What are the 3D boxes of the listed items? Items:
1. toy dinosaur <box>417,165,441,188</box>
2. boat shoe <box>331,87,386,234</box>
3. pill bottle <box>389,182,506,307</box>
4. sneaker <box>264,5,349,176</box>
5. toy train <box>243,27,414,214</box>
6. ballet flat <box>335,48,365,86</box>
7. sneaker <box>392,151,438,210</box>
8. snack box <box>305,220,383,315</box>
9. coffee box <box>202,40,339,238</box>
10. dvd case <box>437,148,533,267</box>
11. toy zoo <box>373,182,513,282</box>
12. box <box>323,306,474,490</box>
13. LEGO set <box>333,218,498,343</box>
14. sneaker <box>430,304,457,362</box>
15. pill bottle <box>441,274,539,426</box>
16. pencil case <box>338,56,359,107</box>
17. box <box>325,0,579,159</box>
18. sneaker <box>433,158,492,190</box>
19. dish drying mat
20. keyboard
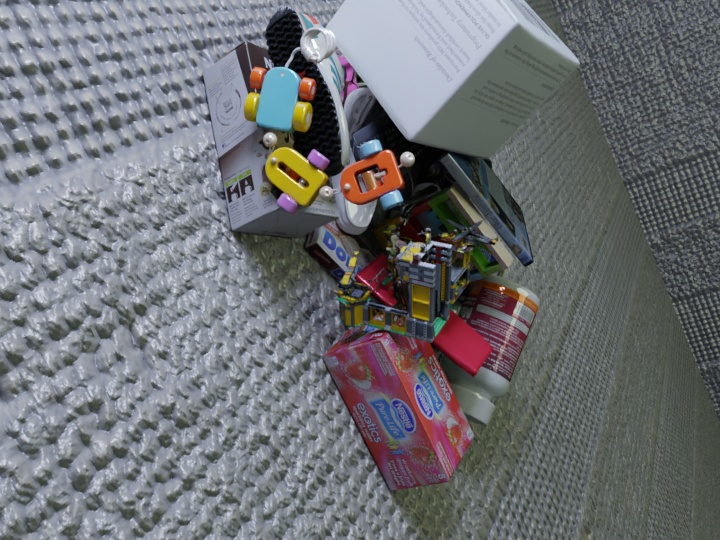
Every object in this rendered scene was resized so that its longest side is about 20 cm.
[{"bbox_3d":[0.095,-0.157,1.124,0.200,0.076,0.103,43,24,-47],"label":"toy dinosaur"},{"bbox_3d":[0.007,-0.150,0.912,0.070,0.069,0.203,10,81,-36],"label":"boat shoe"},{"bbox_3d":[0.138,-0.039,1.093,0.200,0.115,0.117,44,40,-36],"label":"pill bottle"},{"bbox_3d":[-0.040,-0.209,0.808,0.093,0.070,0.202,-10,78,-52],"label":"sneaker"},{"bbox_3d":[-0.036,-0.141,0.730,0.202,0.149,0.056,65,10,4],"label":"toy train"},{"bbox_3d":[-0.014,-0.319,1.068,0.199,0.071,0.073,-15,85,-58],"label":"ballet flat"},{"bbox_3d":[0.082,-0.170,0.971,0.090,0.075,0.202,32,65,-36],"label":"sneaker"},{"bbox_3d":[0.000,0.000,0.948,0.200,0.024,0.072,46,41,-34],"label":"snack box"},{"bbox_3d":[-0.106,-0.149,0.818,0.112,0.079,0.203,2,71,-54],"label":"coffee box"},{"bbox_3d":[0.168,-0.113,0.937,0.200,0.017,0.143,47,26,-23],"label":"dvd case"},{"bbox_3d":[0.100,-0.031,0.960,0.132,0.199,0.020,52,52,-12],"label":"toy zoo"},{"bbox_3d":[0.051,0.161,0.871,0.100,0.095,0.202,-39,106,-54],"label":"box"},{"bbox_3d":[0.060,-0.013,0.833,0.200,0.152,0.117,-35,134,-44],"label":"LEGO set"},{"bbox_3d":[0.091,0.100,0.998,0.200,0.077,0.092,-51,155,-65],"label":"sneaker"},{"bbox_3d":[0.182,0.116,1.020,0.109,0.109,0.202,35,74,-42],"label":"pill bottle"},{"bbox_3d":[-0.006,-0.213,1.000,0.093,0.090,0.201,-38,111,-20],"label":"pencil case"},{"bbox_3d":[0.111,-0.267,0.823,0.198,0.171,0.201,-2,52,-54],"label":"box"},{"bbox_3d":[0.165,-0.140,1.104,0.201,0.075,0.089,-105,-177,-64],"label":"sneaker"},{"bbox_3d":[0.085,0.057,0.914,0.199,0.018,0.077,39,40,11],"label":"dish drying mat"},{"bbox_3d":[0.059,-0.137,0.866,0.200,0.020,0.128,-41,114,-49],"label":"keyboard"}]
